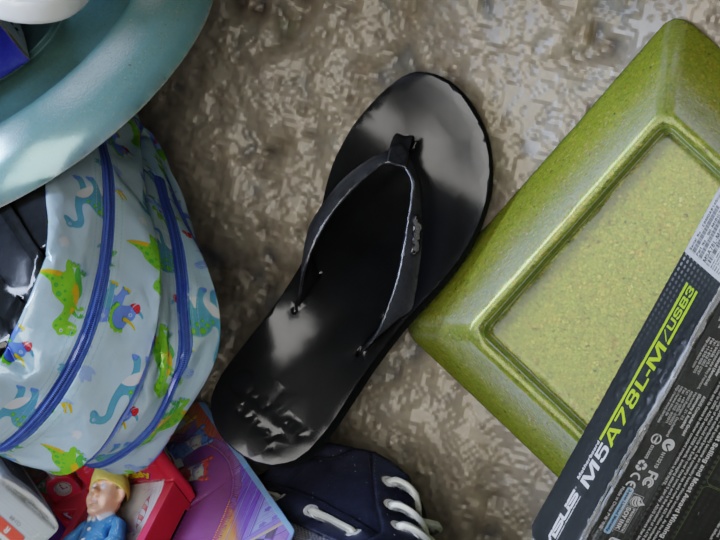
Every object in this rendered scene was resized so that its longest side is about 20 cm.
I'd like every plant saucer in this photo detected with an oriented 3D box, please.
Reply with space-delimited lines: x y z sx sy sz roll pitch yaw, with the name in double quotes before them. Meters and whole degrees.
"plant saucer" 0.146 0.023 1.284 0.200 0.048 0.200 43 105 9
"plant saucer" -0.158 -0.097 1.296 0.200 0.200 0.027 -26 122 17

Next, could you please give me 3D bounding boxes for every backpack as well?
"backpack" -0.143 0.006 1.294 0.154 0.200 0.163 33 103 -13

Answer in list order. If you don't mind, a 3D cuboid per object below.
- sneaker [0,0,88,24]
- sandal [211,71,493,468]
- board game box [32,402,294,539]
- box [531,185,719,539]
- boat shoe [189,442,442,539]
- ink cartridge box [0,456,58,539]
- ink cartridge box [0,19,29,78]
"sneaker" -0.131 -0.198 1.267 0.071 0.200 0.099 8 123 1
"sandal" 0.000 0.001 1.307 0.076 0.043 0.200 26 84 13
"board game box" -0.124 0.122 1.300 0.158 0.200 0.039 -35 121 -4
"box" 0.201 0.070 1.220 0.193 0.048 0.200 21 104 -27
"boat shoe" 0.014 0.130 1.278 0.200 0.093 0.075 15 142 38
"ink cartridge box" -0.243 0.148 1.334 0.200 0.162 0.050 -49 121 1
"ink cartridge box" -0.207 -0.107 1.296 0.099 0.200 0.039 -31 120 5
